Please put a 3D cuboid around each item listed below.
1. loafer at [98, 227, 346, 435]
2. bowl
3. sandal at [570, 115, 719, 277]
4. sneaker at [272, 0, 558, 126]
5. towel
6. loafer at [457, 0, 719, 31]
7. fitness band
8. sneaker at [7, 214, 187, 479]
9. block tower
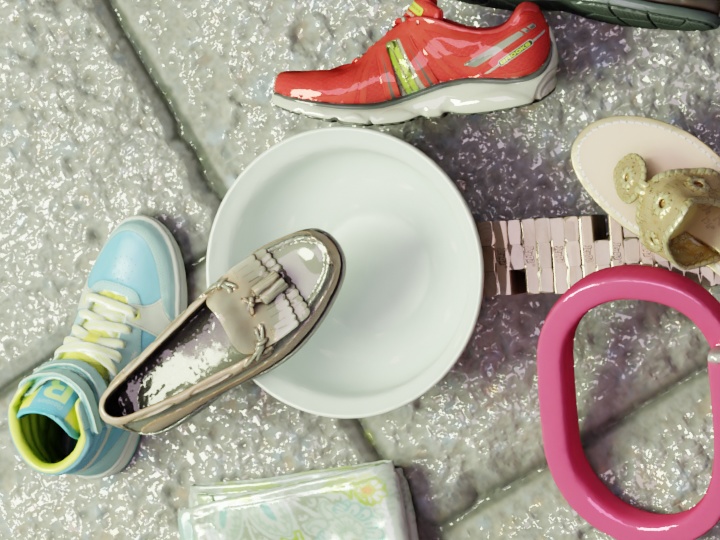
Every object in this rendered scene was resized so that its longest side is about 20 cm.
[{"bbox_3d":[-0.094,0.046,1.488,0.200,0.063,0.072,-40,78,15],"label":"loafer"},{"bbox_3d":[0.000,0.000,1.537,0.200,0.090,0.202,1,92,18],"label":"bowl"},{"bbox_3d":[0.224,-0.032,1.431,0.211,0.070,0.078,40,101,11],"label":"sandal"},{"bbox_3d":[0.035,-0.147,1.506,0.199,0.077,0.085,-7,99,8],"label":"sneaker"},{"bbox_3d":[-0.036,0.242,1.578,0.170,0.048,0.201,-10,89,16],"label":"towel"},{"bbox_3d":[0.152,-0.206,1.504,0.199,0.072,0.063,10,88,17],"label":"loafer"},{"bbox_3d":[0.190,0.094,1.482,0.143,0.037,0.201,4,114,25],"label":"fitness band"},{"bbox_3d":[-0.189,0.059,1.571,0.079,0.131,0.201,14,95,16],"label":"sneaker"},{"bbox_3d":[0.176,-0.013,1.509,0.199,0.054,0.058,-5,91,16],"label":"block tower"}]
